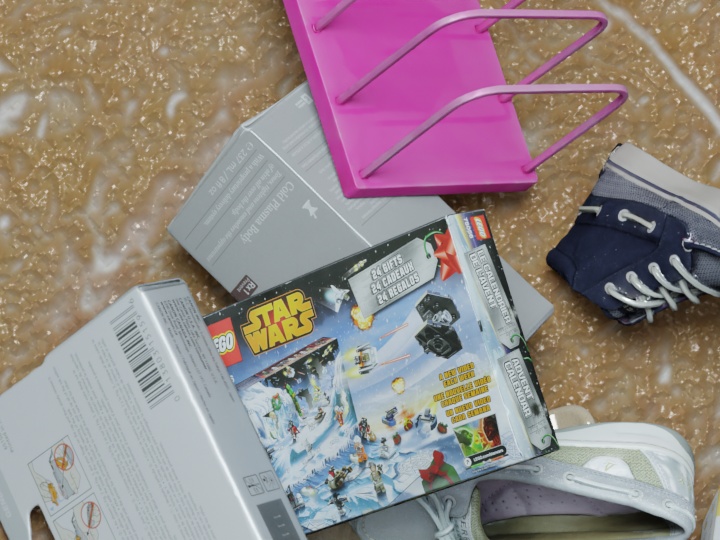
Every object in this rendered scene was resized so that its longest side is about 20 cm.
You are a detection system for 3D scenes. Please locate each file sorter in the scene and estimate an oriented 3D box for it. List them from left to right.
[{"bbox_3d":[0.050,-0.160,1.665,0.138,0.125,0.201,-3,68,-39],"label":"file sorter"}]

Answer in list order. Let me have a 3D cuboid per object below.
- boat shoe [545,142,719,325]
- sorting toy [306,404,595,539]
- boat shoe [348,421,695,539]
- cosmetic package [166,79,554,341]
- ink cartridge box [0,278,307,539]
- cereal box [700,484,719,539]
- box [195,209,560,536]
[{"bbox_3d":[0.185,0.000,1.677,0.075,0.200,0.093,36,89,-30],"label":"boat shoe"},{"bbox_3d":[0.063,0.192,1.712,0.199,0.036,0.186,-16,80,-2],"label":"sorting toy"},{"bbox_3d":[0.088,0.131,1.651,0.201,0.075,0.065,-3,39,6],"label":"boat shoe"},{"bbox_3d":[0.000,0.000,1.689,0.200,0.107,0.090,45,40,6],"label":"cosmetic package"},{"bbox_3d":[-0.127,0.133,1.676,0.173,0.043,0.201,-36,74,36],"label":"ink cartridge box"},{"bbox_3d":[0.256,0.211,1.650,0.143,0.200,0.040,19,123,-1],"label":"cereal box"},{"bbox_3d":[0.005,0.062,1.615,0.199,0.040,0.138,-21,84,39],"label":"box"}]
